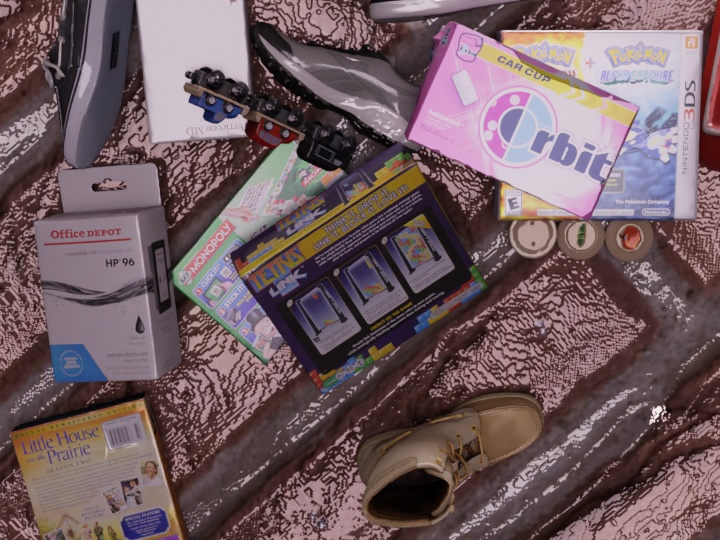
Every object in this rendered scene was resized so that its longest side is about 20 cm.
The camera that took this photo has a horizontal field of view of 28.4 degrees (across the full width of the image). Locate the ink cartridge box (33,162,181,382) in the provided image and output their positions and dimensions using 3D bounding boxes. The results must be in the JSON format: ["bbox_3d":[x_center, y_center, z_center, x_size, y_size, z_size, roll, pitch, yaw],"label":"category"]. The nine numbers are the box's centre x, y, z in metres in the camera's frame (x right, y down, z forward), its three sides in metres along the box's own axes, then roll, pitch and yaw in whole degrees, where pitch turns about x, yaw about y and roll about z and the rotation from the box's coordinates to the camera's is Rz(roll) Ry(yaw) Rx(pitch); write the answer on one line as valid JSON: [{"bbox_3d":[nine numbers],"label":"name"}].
[{"bbox_3d":[-0.248,0.002,1.385,0.114,0.068,0.203,-3,99,16],"label":"ink cartridge box"}]

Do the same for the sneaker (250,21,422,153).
[{"bbox_3d":[-0.016,-0.189,1.374,0.198,0.074,0.080,28,88,-11],"label":"sneaker"}]

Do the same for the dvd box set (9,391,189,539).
[{"bbox_3d":[-0.261,0.238,1.453,0.144,0.029,0.203,-15,100,2],"label":"dvd box set"}]

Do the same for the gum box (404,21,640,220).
[{"bbox_3d":[0.142,-0.141,1.318,0.198,0.066,0.115,23,98,-4],"label":"gum box"}]

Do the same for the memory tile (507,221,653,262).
[{"bbox_3d":[0.224,-0.110,1.411,0.151,0.017,0.203,3,99,-1],"label":"memory tile"}]

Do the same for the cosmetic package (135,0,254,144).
[{"bbox_3d":[-0.158,-0.226,1.355,0.106,0.085,0.203,-6,98,-3],"label":"cosmetic package"}]

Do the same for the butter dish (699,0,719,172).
[{"bbox_3d":[0.428,-0.179,1.338,0.146,0.199,0.203,5,100,-25],"label":"butter dish"}]

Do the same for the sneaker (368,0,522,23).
[{"bbox_3d":[0.097,-0.305,1.357,0.197,0.073,0.114,-11,96,-7],"label":"sneaker"}]

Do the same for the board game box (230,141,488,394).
[{"bbox_3d":[0.000,0.000,1.374,0.199,0.057,0.166,-32,120,1],"label":"board game box"}]

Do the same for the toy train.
[{"bbox_3d":[-0.085,-0.137,1.324,0.199,0.034,0.046,23,91,-37],"label":"toy train"}]

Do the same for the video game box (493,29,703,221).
[{"bbox_3d":[0.229,-0.140,1.376,0.197,0.047,0.185,-1,96,0],"label":"video game box"}]

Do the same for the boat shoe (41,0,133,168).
[{"bbox_3d":[-0.269,-0.200,1.360,0.067,0.074,0.202,20,118,16],"label":"boat shoe"}]

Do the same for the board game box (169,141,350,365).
[{"bbox_3d":[-0.080,-0.026,1.415,0.134,0.029,0.200,41,97,-5],"label":"board game box"}]

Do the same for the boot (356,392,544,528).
[{"bbox_3d":[0.092,0.185,1.385,0.197,0.156,0.074,-15,99,2],"label":"boot"}]
